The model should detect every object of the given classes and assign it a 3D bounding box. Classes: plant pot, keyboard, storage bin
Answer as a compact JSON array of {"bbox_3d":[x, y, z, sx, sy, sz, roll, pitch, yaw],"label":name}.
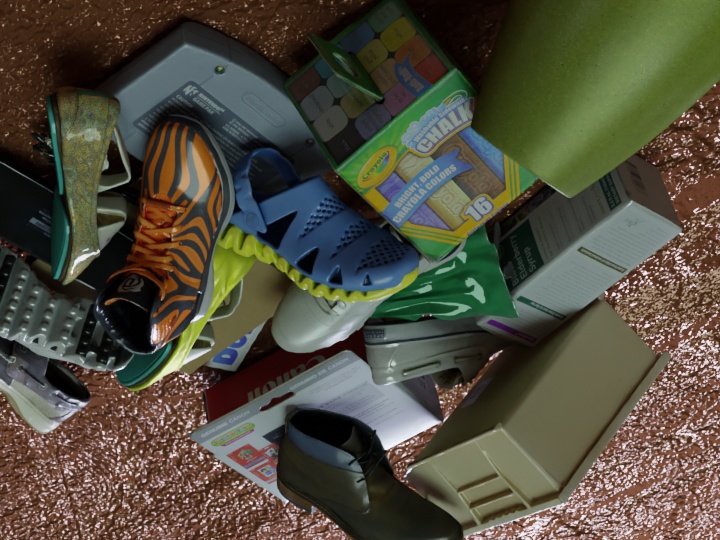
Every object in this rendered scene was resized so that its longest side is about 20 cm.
[{"bbox_3d":[0.174,-0.161,1.204,0.187,0.187,0.200,29,100,-39],"label":"plant pot"},{"bbox_3d":[-0.248,-0.054,1.380,0.200,0.021,0.127,32,128,-28],"label":"keyboard"},{"bbox_3d":[0.161,0.141,1.567,0.094,0.200,0.198,46,148,-6],"label":"storage bin"}]

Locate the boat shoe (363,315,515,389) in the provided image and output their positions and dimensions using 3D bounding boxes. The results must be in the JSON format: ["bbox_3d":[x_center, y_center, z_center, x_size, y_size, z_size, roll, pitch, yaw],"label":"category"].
[{"bbox_3d":[0.086,0.078,1.570,0.199,0.070,0.071,-4,-179,-44],"label":"boat shoe"}]

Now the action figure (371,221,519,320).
[{"bbox_3d":[0.038,0.003,1.507,0.199,0.055,0.119,-10,112,22],"label":"action figure"}]

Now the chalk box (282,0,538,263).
[{"bbox_3d":[0.032,-0.124,1.297,0.124,0.125,0.200,-38,137,8],"label":"chalk box"}]

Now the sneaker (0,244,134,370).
[{"bbox_3d":[-0.297,0.037,1.445,0.200,0.075,0.081,30,158,-19],"label":"sneaker"}]

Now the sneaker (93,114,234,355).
[{"bbox_3d":[-0.159,-0.018,1.310,0.077,0.112,0.201,14,120,18],"label":"sneaker"}]

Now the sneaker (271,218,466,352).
[{"bbox_3d":[0.000,0.000,1.422,0.200,0.077,0.080,-38,174,7],"label":"sneaker"}]

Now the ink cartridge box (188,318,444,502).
[{"bbox_3d":[-0.049,0.125,1.624,0.200,0.084,0.176,-29,139,19],"label":"ink cartridge box"}]

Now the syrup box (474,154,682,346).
[{"bbox_3d":[0.190,-0.022,1.514,0.081,0.079,0.200,23,129,-38],"label":"syrup box"}]

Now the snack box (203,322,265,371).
[{"bbox_3d":[-0.113,0.020,1.527,0.072,0.024,0.200,12,135,-22],"label":"snack box"}]

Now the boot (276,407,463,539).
[{"bbox_3d":[0.005,0.200,1.551,0.199,0.075,0.097,19,135,20],"label":"boot"}]

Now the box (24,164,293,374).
[{"bbox_3d":[-0.174,0.005,1.470,0.163,0.021,0.200,-35,128,28],"label":"box"}]

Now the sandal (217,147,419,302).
[{"bbox_3d":[-0.041,-0.038,1.329,0.199,0.079,0.087,22,123,25],"label":"sandal"}]

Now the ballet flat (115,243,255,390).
[{"bbox_3d":[-0.151,0.041,1.451,0.067,0.067,0.200,7,135,-31],"label":"ballet flat"}]

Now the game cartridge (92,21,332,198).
[{"bbox_3d":[-0.115,-0.121,1.351,0.133,0.041,0.200,-28,139,24],"label":"game cartridge"}]

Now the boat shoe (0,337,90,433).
[{"bbox_3d":[-0.316,0.079,1.515,0.065,0.072,0.200,-29,137,2],"label":"boat shoe"}]

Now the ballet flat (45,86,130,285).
[{"bbox_3d":[-0.217,-0.064,1.314,0.070,0.071,0.200,-3,136,-12],"label":"ballet flat"}]
